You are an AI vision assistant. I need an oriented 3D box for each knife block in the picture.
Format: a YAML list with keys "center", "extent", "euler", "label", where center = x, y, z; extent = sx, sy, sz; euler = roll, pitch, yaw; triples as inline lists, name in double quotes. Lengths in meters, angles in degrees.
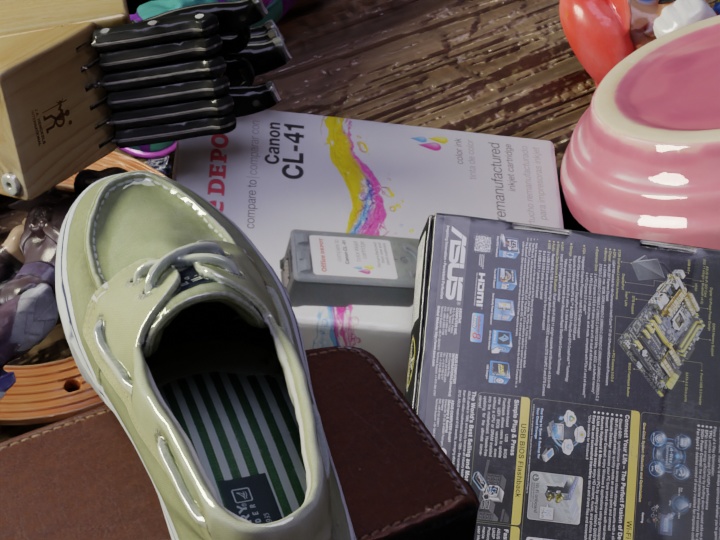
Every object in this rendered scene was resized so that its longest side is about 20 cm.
- center: [-0.142, -0.107, 0.845]
  extent: [0.199, 0.064, 0.175]
  euler: [13, 35, 34]
  label: "knife block"

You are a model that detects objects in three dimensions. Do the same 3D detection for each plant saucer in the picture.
- center: [0.194, -0.079, 0.858]
  extent: [0.200, 0.051, 0.201]
  euler: [-16, 28, 9]
  label: "plant saucer"

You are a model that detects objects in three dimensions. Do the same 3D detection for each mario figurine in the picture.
- center: [0.217, -0.150, 1.007]
  extent: [0.199, 0.124, 0.106]
  euler: [8, 72, -3]
  label: "mario figurine"

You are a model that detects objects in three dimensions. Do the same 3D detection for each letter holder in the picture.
- center: [-0.085, 0.090, 0.558]
  extent: [0.199, 0.101, 0.142]
  euler: [-18, 48, -21]
  label: "letter holder"

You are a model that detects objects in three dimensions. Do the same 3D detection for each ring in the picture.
- center: [-0.175, 0.005, 0.912]
  extent: [0.200, 0.019, 0.201]
  euler: [1, 47, -1]
  label: "ring"

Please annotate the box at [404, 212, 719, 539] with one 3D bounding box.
- center: [0.097, 0.083, 0.767]
  extent: [0.160, 0.049, 0.201]
  euler: [6, 75, -3]
  label: "box"

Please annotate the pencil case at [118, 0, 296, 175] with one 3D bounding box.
- center: [-0.090, -0.150, 1.014]
  extent: [0.092, 0.085, 0.200]
  euler: [10, 46, 28]
  label: "pencil case"

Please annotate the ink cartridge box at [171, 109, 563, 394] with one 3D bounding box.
- center: [0.000, 0.000, 0.869]
  extent: [0.199, 0.086, 0.148]
  euler: [6, 48, -8]
  label: "ink cartridge box"

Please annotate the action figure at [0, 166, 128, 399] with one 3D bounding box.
- center: [-0.158, 0.020, 0.814]
  extent: [0.069, 0.130, 0.200]
  euler: [46, 56, -17]
  label: "action figure"

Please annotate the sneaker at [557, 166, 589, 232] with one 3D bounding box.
- center: [0.140, -0.020, 0.927]
  extent: [0.087, 0.076, 0.200]
  euler: [5, 41, 19]
  label: "sneaker"

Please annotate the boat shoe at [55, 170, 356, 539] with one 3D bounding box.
- center: [-0.044, 0.025, 0.512]
  extent: [0.072, 0.062, 0.200]
  euler: [-14, 44, -17]
  label: "boat shoe"
